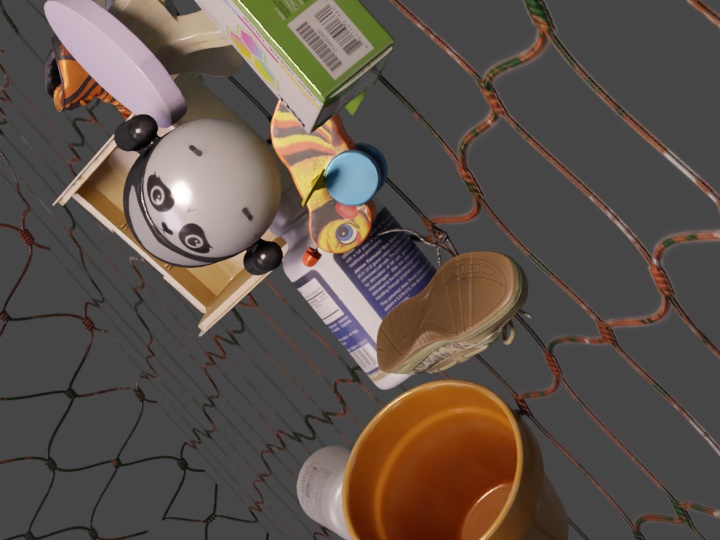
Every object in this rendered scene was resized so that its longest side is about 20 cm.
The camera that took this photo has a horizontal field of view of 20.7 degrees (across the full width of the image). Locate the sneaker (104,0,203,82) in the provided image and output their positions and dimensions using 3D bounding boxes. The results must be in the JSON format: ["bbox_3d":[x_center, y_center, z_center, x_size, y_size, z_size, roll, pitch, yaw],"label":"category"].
[{"bbox_3d":[-0.233,-0.247,1.976,0.114,0.073,0.201,46,167,28],"label":"sneaker"}]

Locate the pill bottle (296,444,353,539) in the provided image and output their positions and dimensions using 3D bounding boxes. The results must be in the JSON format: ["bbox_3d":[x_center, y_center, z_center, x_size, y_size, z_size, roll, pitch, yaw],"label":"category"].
[{"bbox_3d":[-0.003,0.305,2.649,0.114,0.114,0.200,54,166,-16],"label":"pill bottle"}]

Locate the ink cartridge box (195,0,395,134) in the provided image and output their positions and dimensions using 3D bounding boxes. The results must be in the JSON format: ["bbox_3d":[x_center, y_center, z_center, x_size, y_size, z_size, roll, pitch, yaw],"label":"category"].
[{"bbox_3d":[-0.060,-0.182,1.563,0.148,0.076,0.200,49,166,4],"label":"ink cartridge box"}]

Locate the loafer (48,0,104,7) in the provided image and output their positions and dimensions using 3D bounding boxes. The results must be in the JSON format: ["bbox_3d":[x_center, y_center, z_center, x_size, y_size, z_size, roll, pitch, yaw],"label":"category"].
[{"bbox_3d":[-0.300,-0.301,2.057,0.200,0.072,0.063,53,174,-24],"label":"loafer"}]

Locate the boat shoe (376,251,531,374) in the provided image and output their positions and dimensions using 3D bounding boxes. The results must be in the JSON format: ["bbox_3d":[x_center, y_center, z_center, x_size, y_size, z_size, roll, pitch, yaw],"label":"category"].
[{"bbox_3d":[0.087,0.038,1.662,0.063,0.074,0.200,12,156,-28],"label":"boat shoe"}]

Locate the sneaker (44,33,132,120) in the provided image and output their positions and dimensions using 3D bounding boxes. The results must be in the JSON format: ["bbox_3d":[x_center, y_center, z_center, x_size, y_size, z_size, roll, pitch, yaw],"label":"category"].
[{"bbox_3d":[-0.283,-0.197,2.181,0.078,0.112,0.200,33,159,52],"label":"sneaker"}]

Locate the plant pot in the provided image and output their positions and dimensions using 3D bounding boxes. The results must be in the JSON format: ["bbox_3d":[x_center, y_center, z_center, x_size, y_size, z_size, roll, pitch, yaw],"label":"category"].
[{"bbox_3d":[0.112,0.236,1.951,0.200,0.200,0.183,37,177,43],"label":"plant pot"}]

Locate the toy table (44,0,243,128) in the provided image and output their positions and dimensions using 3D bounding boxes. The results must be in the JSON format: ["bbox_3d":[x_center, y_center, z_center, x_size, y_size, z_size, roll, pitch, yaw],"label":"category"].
[{"bbox_3d":[-0.188,-0.223,1.789,0.200,0.117,0.184,40,164,33],"label":"toy table"}]

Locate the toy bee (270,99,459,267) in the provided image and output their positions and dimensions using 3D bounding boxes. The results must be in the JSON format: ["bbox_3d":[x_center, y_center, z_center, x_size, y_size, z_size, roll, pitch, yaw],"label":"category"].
[{"bbox_3d":[-0.023,-0.059,1.673,0.200,0.109,0.131,55,-168,17],"label":"toy bee"}]

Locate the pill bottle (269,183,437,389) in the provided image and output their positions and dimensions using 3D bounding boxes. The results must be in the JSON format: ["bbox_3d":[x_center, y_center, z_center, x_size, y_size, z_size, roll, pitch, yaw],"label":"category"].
[{"bbox_3d":[0.000,0.000,1.798,0.200,0.111,0.111,51,167,-4],"label":"pill bottle"}]

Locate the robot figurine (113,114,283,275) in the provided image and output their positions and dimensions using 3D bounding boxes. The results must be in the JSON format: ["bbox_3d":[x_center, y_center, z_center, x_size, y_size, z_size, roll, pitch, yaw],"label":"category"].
[{"bbox_3d":[-0.142,-0.065,1.721,0.200,0.150,0.125,166,109,-73],"label":"robot figurine"}]

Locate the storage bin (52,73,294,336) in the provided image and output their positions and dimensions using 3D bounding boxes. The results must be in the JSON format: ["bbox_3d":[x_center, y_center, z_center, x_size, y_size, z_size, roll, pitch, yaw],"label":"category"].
[{"bbox_3d":[-0.171,-0.066,1.948,0.200,0.094,0.198,42,129,-8],"label":"storage bin"}]
